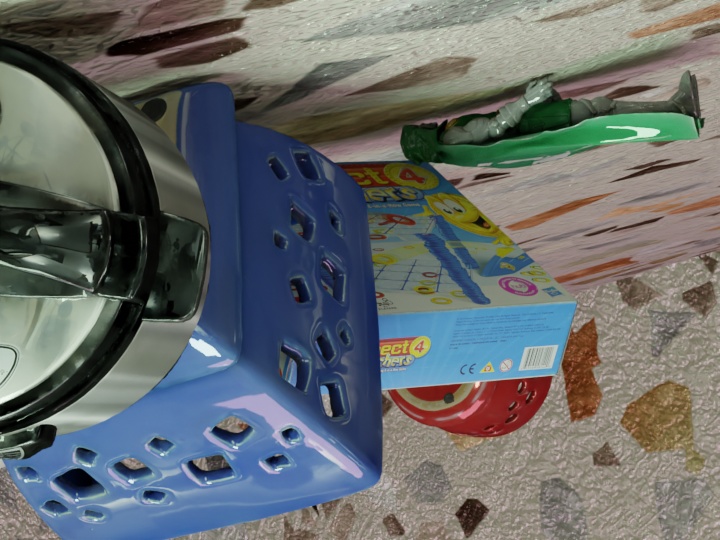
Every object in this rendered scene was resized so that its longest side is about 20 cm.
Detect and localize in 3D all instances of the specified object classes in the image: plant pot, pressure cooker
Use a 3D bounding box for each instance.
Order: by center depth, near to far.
[{"bbox_3d":[-0.165,-0.013,0.982,0.176,0.179,0.200,-35,173,3],"label":"pressure cooker"},{"bbox_3d":[-0.115,0.020,1.229,0.200,0.200,0.180,-16,148,21],"label":"plant pot"},{"bbox_3d":[0.137,0.128,3.075,0.200,0.201,0.182,-17,169,29],"label":"plant pot"}]

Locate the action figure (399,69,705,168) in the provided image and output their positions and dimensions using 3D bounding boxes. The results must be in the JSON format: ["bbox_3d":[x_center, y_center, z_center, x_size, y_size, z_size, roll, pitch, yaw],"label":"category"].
[{"bbox_3d":[0.123,-0.096,1.493,0.200,0.055,0.118,-8,177,12],"label":"action figure"}]

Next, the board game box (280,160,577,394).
[{"bbox_3d":[0.000,0.000,1.424,0.200,0.056,0.196,-3,-149,-31],"label":"board game box"}]

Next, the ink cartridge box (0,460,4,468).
[{"bbox_3d":[-0.353,0.118,2.027,0.145,0.088,0.200,20,153,-40],"label":"ink cartridge box"}]
